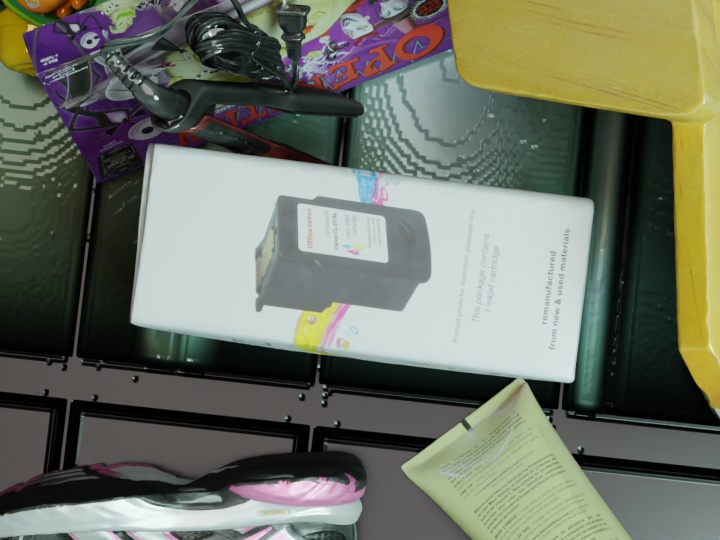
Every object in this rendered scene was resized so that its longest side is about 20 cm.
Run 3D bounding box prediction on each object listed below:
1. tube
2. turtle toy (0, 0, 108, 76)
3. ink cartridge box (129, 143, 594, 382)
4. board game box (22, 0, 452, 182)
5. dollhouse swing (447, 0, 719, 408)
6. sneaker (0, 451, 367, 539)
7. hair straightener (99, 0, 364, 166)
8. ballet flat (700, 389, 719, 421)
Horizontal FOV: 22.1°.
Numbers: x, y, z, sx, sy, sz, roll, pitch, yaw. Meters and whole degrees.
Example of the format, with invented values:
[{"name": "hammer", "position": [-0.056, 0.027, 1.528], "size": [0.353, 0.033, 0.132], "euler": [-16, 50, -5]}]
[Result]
[{"name": "tube", "position": [0.101, 0.136, 0.875], "size": [0.058, 0.052, 0.200], "euler": [-8, 42, -35]}, {"name": "turtle toy", "position": [-0.098, -0.172, 0.904], "size": [0.199, 0.101, 0.147], "euler": [0, 86, -9]}, {"name": "ink cartridge box", "position": [0.000, 0.000, 0.871], "size": [0.199, 0.146, 0.083], "euler": [7, 87, 1]}, {"name": "board game box", "position": [-0.052, -0.111, 0.892], "size": [0.199, 0.120, 0.032], "euler": [-22, 71, -1]}, {"name": "dollhouse swing", "position": [0.141, -0.038, 0.831], "size": [0.181, 0.200, 0.177], "euler": [13, 93, 40]}, {"name": "sneaker", "position": [-0.094, 0.142, 0.896], "size": [0.199, 0.080, 0.087], "euler": [-3, 96, 5]}, {"name": "hair straightener", "position": [-0.053, -0.091, 0.840], "size": [0.041, 0.200, 0.077], "euler": [15, 91, 29]}, {"name": "ballet flat", "position": [0.227, -0.010, 0.912], "size": [0.067, 0.062, 0.201], "euler": [29, 86, 2]}]
